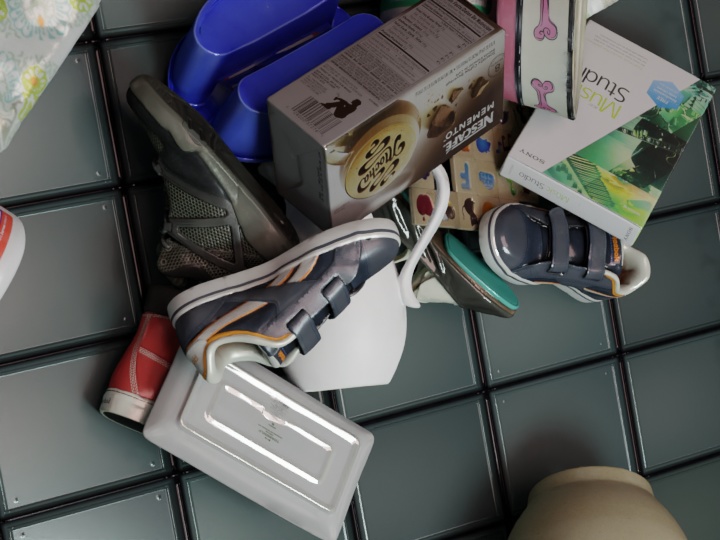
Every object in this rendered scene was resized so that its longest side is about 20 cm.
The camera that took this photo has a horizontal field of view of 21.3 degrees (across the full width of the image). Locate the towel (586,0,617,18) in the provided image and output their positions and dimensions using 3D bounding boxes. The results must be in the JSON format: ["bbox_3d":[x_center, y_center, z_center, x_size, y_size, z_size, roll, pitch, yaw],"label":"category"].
[{"bbox_3d":[0.243,-0.337,1.844,0.199,0.031,0.150,-29,120,-7],"label":"towel"}]

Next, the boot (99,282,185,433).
[{"bbox_3d":[-0.110,0.094,1.644,0.199,0.072,0.145,28,72,-23],"label":"boot"}]

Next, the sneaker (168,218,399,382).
[{"bbox_3d":[-0.052,0.029,1.557,0.199,0.079,0.080,-23,67,0],"label":"sneaker"}]

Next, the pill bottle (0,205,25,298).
[{"bbox_3d":[-0.366,-0.039,1.472,0.199,0.112,0.113,34,72,-24],"label":"pill bottle"}]

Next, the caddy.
[{"bbox_3d":[-0.072,-0.181,1.659,0.199,0.105,0.142,-32,78,-28],"label":"caddy"}]

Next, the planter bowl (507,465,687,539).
[{"bbox_3d":[0.219,0.267,1.776,0.199,0.200,0.136,21,50,-28],"label":"planter bowl"}]

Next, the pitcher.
[{"bbox_3d":[0.000,0.000,1.662,0.121,0.170,0.202,5,80,-72],"label":"pitcher"}]

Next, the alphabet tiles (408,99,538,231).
[{"bbox_3d":[0.102,-0.119,1.769,0.199,0.008,0.169,4,78,-51],"label":"alphabet tiles"}]

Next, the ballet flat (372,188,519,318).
[{"bbox_3d":[0.058,-0.018,1.752,0.068,0.068,0.200,-40,100,18],"label":"ballet flat"}]

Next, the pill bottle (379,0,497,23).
[{"bbox_3d":[0.079,-0.315,1.748,0.112,0.113,0.202,8,83,-30],"label":"pill bottle"}]

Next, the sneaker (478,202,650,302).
[{"bbox_3d":[0.196,-0.021,1.793,0.199,0.079,0.079,15,69,-46],"label":"sneaker"}]

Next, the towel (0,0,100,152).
[{"bbox_3d":[-0.322,-0.198,1.543,0.171,0.048,0.201,39,70,-23],"label":"towel"}]

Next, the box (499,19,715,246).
[{"bbox_3d":[0.237,-0.134,1.817,0.144,0.036,0.201,28,58,6],"label":"box"}]

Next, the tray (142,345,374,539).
[{"bbox_3d":[-0.079,0.137,1.605,0.199,0.022,0.108,33,63,-21],"label":"tray"}]

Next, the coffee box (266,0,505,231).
[{"bbox_3d":[0.024,-0.134,1.597,0.199,0.080,0.114,-35,147,-24],"label":"coffee box"}]

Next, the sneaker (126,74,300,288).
[{"bbox_3d":[-0.150,-0.062,1.593,0.114,0.076,0.200,-35,106,10],"label":"sneaker"}]

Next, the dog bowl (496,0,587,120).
[{"bbox_3d":[0.166,-0.239,1.742,0.073,0.200,0.202,4,84,10],"label":"dog bowl"}]
